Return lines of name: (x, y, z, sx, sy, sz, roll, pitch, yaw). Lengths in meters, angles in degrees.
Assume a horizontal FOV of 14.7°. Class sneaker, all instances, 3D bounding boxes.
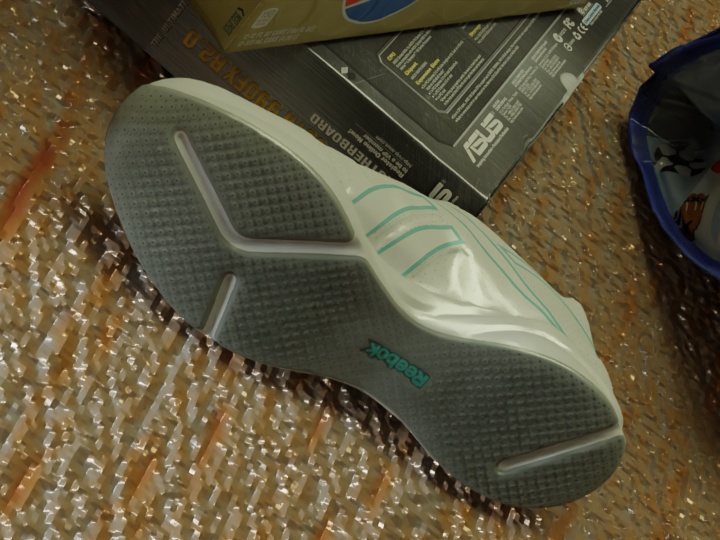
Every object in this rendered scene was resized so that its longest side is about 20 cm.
sneaker: (0.000, 0.000, 0.911, 0.200, 0.070, 0.080, 36, 26, -18)

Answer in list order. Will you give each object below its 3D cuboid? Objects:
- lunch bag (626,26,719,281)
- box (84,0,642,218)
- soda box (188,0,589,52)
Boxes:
lunch bag: (0.212, -0.023, 1.059, 0.170, 0.124, 0.200, 22, 4, -24)
box: (0.008, -0.103, 1.033, 0.158, 0.048, 0.200, 39, 35, -1)
soda box: (0.021, -0.129, 0.971, 0.200, 0.068, 0.064, -12, 60, -47)
